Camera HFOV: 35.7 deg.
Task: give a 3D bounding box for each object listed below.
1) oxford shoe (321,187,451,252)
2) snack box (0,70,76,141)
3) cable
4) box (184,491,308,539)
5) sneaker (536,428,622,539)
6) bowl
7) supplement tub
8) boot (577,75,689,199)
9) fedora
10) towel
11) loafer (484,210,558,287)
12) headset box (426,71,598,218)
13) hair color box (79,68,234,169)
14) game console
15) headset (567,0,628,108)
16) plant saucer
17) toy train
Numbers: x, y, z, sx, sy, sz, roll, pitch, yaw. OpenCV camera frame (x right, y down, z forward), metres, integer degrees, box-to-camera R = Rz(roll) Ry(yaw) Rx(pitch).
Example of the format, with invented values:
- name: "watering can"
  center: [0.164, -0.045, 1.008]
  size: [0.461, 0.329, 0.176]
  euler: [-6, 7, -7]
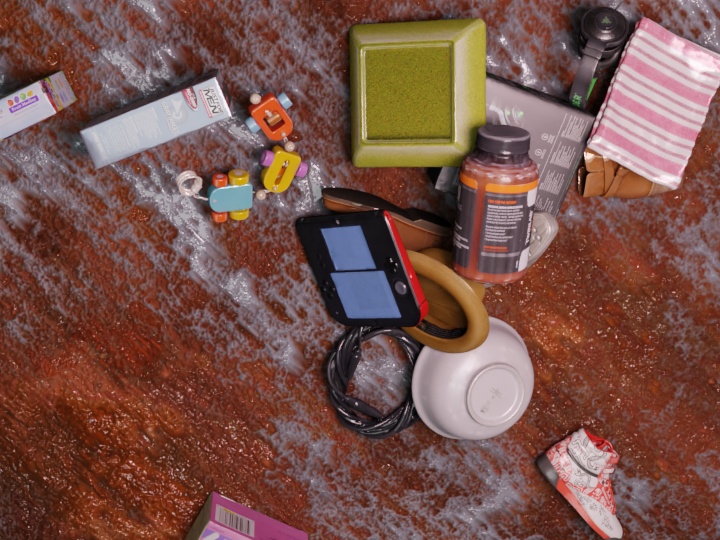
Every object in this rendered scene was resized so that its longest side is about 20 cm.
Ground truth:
- name: "oxford shoe"
  center: [0.030, -0.067, 1.634]
  size: [0.199, 0.071, 0.072]
  euler: [20, 110, -11]
- name: "snack box"
  center: [-0.494, -0.201, 1.510]
  size: [0.199, 0.142, 0.053]
  euler: [-24, 107, 4]
- name: "cable"
  center: [0.027, 0.159, 1.720]
  size: [0.162, 0.051, 0.201]
  euler: [-15, 110, 5]
- name: "box"
  center: [-0.204, 0.485, 1.772]
  size: [0.175, 0.097, 0.201]
  euler: [27, 104, -12]
- name: "sneaker"
  center: [0.384, 0.342, 1.790]
  size: [0.108, 0.067, 0.201]
  euler: [-41, 103, 11]
- name: "bowl"
  center: [0.185, 0.174, 1.684]
  size: [0.200, 0.090, 0.202]
  euler: [-5, 104, -20]
- name: "supplement tub"
  center: [0.181, -0.090, 1.497]
  size: [0.106, 0.107, 0.201]
  euler: [2, 114, -5]
- name: "boot"
  center: [0.390, -0.197, 1.617]
  size: [0.154, 0.074, 0.201]
  euler: [-5, 109, -4]
- name: "fedora"
  center: [0.112, 0.028, 1.617]
  size: [0.082, 0.200, 0.201]
  euler: [-47, 110, -33]
- name: "towel"
  center: [0.412, -0.231, 1.550]
  size: [0.146, 0.030, 0.201]
  euler: [23, 87, -8]
- name: "loafer"
  center: [0.224, -0.034, 1.612]
  size: [0.070, 0.200, 0.070]
  euler: [-18, 79, -33]
- name: "headset box"
  center: [0.207, -0.178, 1.599]
  size: [0.199, 0.093, 0.175]
  euler: [17, 106, -9]
- name: "hair color box"
  center: [-0.278, -0.210, 1.547]
  size: [0.199, 0.099, 0.061]
  euler: [-22, 107, 2]
- name: "game console"
  center: [0.000, 0.000, 1.603]
  size: [0.031, 0.200, 0.177]
  euler: [-38, 113, -36]
- name: "headset"
  center: [0.323, -0.329, 1.557]
  size: [0.094, 0.123, 0.201]
  euler: [23, 89, 11]
- name: "plant saucer"
  center: [0.071, -0.241, 1.535]
  size: [0.199, 0.048, 0.201]
  euler: [2, 98, 21]
- name: "toy train"
  center: [-0.162, -0.163, 1.581]
  size: [0.200, 0.056, 0.150]
  euler: [-39, 127, 6]
